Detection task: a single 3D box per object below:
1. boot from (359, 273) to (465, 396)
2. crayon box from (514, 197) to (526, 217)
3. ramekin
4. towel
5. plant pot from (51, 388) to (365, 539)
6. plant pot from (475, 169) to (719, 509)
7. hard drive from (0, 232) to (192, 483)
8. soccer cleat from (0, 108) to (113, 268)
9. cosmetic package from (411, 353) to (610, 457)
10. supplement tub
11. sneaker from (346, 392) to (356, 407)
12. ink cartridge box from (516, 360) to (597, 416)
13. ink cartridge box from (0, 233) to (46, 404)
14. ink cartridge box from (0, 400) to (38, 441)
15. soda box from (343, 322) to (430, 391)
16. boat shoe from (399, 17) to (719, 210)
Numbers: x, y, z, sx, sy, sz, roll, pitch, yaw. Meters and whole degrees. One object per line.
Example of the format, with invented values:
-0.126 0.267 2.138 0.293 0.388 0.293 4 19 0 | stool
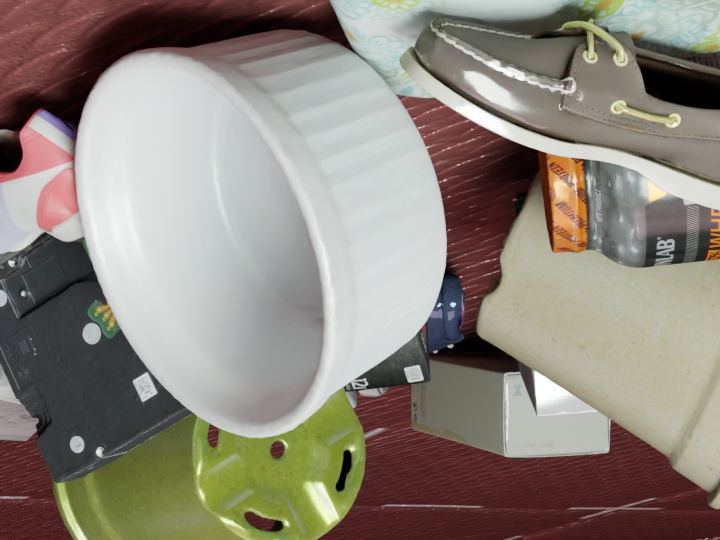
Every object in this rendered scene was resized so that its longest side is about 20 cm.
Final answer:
0.041 0.055 1.295 0.090 0.073 0.200 0 162 4 | boot
0.213 -0.019 1.139 0.199 0.059 0.119 -8 162 8 | crayon box
-0.049 -0.026 0.820 0.098 0.201 0.200 -25 178 -39 | ramekin
0.086 -0.136 0.758 0.199 0.048 0.171 -7 161 8 | towel
-0.095 0.133 1.143 0.200 0.201 0.184 5 169 -29 | plant pot
0.178 0.018 0.999 0.183 0.201 0.201 24 166 11 | plant pot
-0.130 0.023 0.967 0.200 0.140 0.038 -32 170 22 | hard drive
-0.206 -0.049 0.946 0.073 0.068 0.200 46 150 -23 | soccer cleat
0.128 0.115 1.416 0.103 0.073 0.200 0 -178 -20 | cosmetic package
0.198 -0.067 0.880 0.199 0.123 0.123 -7 162 5 | supplement tub
-0.055 0.076 1.288 0.099 0.071 0.200 -6 -178 -1 | sneaker
0.181 0.060 1.226 0.115 0.068 0.200 -6 -169 2 | ink cartridge box
-0.151 0.013 1.047 0.199 0.116 0.068 -13 162 22 | ink cartridge box
-0.352 0.101 1.383 0.199 0.045 0.176 6 158 -30 | ink cartridge box
0.000 0.000 1.044 0.063 0.071 0.200 -7 146 7 | soda box
0.114 -0.085 0.754 0.199 0.072 0.060 16 120 -24 | boat shoe
